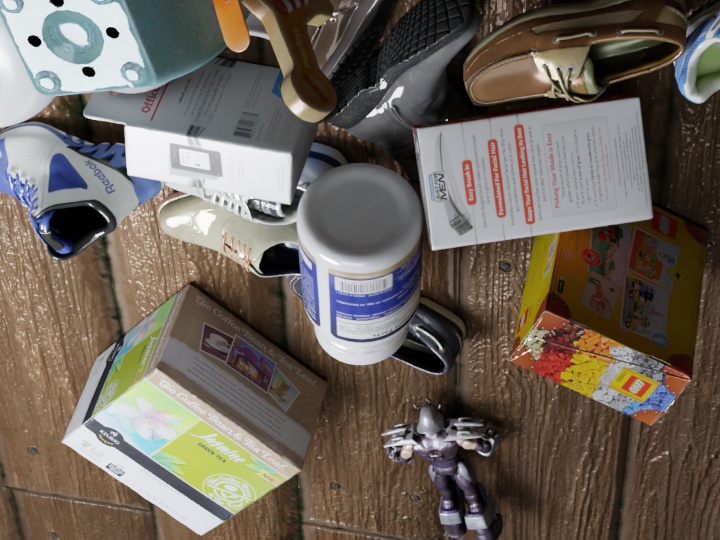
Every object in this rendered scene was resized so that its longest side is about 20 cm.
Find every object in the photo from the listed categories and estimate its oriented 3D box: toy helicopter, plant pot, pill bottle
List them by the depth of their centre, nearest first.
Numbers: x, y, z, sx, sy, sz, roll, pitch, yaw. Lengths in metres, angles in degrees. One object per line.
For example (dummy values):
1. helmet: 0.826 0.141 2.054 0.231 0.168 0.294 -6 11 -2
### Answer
1. toy helicopter: -0.071 -0.212 1.499 0.132 0.201 0.079 5 147 -44
2. plant pot: -0.212 -0.255 1.537 0.195 0.200 0.197 -3 133 19
3. pill bottle: 0.000 0.000 1.698 0.115 0.116 0.200 11 148 7

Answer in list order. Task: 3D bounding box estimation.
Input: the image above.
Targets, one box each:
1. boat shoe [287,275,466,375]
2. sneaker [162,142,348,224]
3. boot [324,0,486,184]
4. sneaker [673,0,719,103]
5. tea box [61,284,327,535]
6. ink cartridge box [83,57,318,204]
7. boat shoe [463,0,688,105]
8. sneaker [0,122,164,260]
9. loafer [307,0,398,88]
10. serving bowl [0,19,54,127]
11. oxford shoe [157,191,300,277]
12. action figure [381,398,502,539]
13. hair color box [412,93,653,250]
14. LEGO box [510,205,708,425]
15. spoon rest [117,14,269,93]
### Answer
1. boat shoe: 0.014 0.047 1.863 0.199 0.063 0.073 24 136 -7
2. sneaker: -0.113 -0.088 1.758 0.199 0.081 0.077 5 137 16
3. boot: 0.074 -0.165 1.647 0.131 0.070 0.200 31 139 -25
4. sneaker: 0.340 -0.207 1.504 0.076 0.077 0.200 35 132 -15
5. tea box: -0.180 0.155 1.977 0.200 0.134 0.197 36 132 -19
6. ink cartridge box: -0.146 -0.139 1.691 0.199 0.116 0.067 11 137 7
7. boat shoe: 0.184 -0.184 1.546 0.199 0.074 0.076 -20 139 16
8. sneaker: -0.304 -0.076 1.784 0.199 0.115 0.081 10 137 28
9. loafer: -0.012 -0.233 1.595 0.071 0.073 0.200 42 122 10
10. serving bowl: -0.380 -0.209 1.729 0.199 0.066 0.201 8 134 9
11. oxford shoe: -0.113 -0.036 1.811 0.199 0.074 0.071 6 135 11
12. action figure: 0.097 0.215 2.005 0.130 0.069 0.201 0 130 27
13. hair color box: 0.152 -0.089 1.615 0.199 0.064 0.111 -8 98 -1
14. LEGO box: 0.232 0.021 1.673 0.148 0.200 0.077 25 135 -7
15. spoon rest: -0.154 -0.207 1.652 0.199 0.100 0.061 -3 144 5
